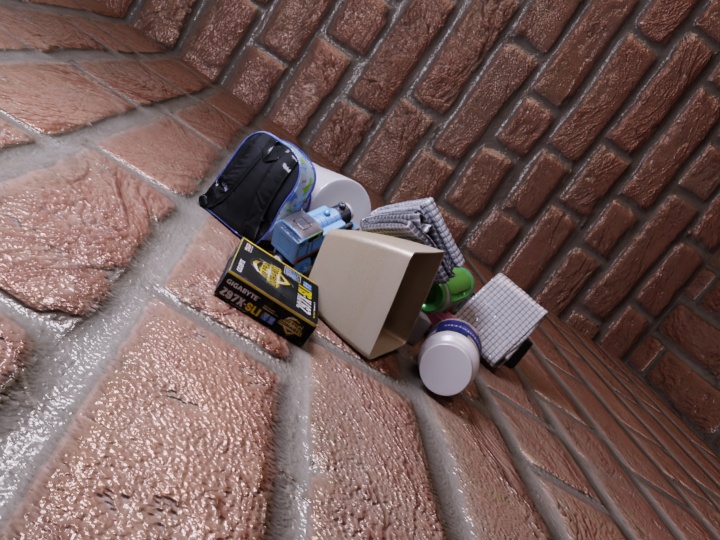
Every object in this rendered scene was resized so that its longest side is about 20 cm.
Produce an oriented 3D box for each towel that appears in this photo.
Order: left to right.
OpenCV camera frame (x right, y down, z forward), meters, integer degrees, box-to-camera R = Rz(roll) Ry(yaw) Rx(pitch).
[{"bbox_3d":[0.100,-0.051,1.432,0.200,0.085,0.166,-1,-57,56],"label":"towel"},{"bbox_3d":[0.339,0.129,1.737,0.166,0.200,0.086,43,-16,15],"label":"towel"}]

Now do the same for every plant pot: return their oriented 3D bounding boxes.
[{"bbox_3d":[0.014,0.022,1.279,0.176,0.201,0.200,26,11,20],"label":"plant pot"}]

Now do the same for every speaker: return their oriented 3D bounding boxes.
[{"bbox_3d":[0.188,0.040,1.556,0.088,0.089,0.200,40,23,19],"label":"speaker"}]

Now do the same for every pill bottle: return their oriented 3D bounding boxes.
[{"bbox_3d":[0.169,0.164,1.321,0.116,0.116,0.200,37,12,5],"label":"pill bottle"}]

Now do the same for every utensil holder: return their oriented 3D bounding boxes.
[{"bbox_3d":[-0.093,-0.145,1.547,0.170,0.171,0.200,27,1,-36],"label":"utensil holder"}]

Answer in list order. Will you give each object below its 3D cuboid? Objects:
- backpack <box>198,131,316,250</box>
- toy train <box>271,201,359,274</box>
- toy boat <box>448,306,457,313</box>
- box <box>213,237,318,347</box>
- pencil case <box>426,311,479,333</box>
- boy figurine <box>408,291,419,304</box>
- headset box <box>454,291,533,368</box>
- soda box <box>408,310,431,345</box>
[{"bbox_3d":[-0.185,-0.164,1.391,0.183,0.200,0.147,39,13,21],"label":"backpack"},{"bbox_3d":[-0.087,-0.068,1.364,0.200,0.115,0.087,-28,62,-38],"label":"toy train"},{"bbox_3d":[0.149,0.045,1.743,0.200,0.130,0.131,56,-27,7],"label":"toy boat"},{"bbox_3d":[-0.145,0.030,1.130,0.159,0.049,0.200,35,12,-12],"label":"box"},{"bbox_3d":[0.179,0.118,1.605,0.200,0.083,0.086,39,21,13],"label":"pencil case"},{"bbox_3d":[0.048,-0.005,1.414,0.200,0.064,0.125,38,-22,18],"label":"boy figurine"},{"bbox_3d":[0.354,0.157,1.909,0.174,0.093,0.200,32,13,-20],"label":"headset box"},{"bbox_3d":[0.047,0.074,1.452,0.199,0.064,0.068,31,12,-18],"label":"soda box"}]
